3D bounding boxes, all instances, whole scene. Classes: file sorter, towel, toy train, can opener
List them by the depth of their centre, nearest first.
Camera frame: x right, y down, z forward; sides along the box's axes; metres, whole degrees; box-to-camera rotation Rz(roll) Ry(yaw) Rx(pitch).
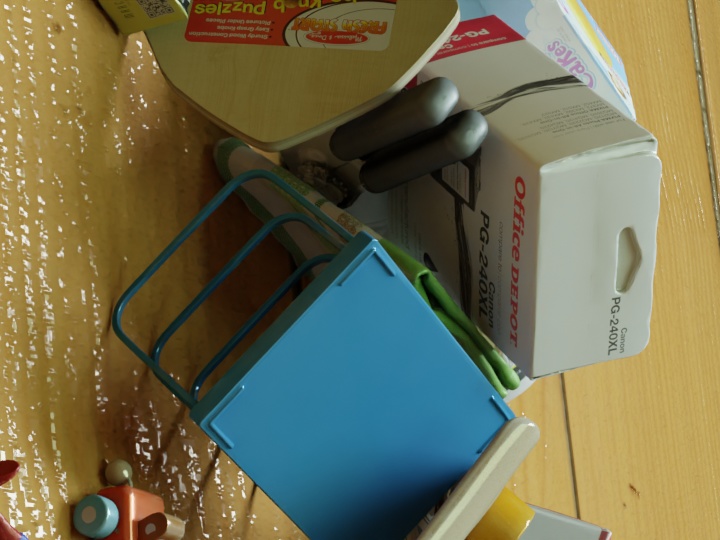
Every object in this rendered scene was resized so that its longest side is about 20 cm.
[{"bbox_3d":[-0.086,0.193,1.439,0.200,0.055,0.151,37,48,-56],"label":"toy train"},{"bbox_3d":[-0.031,0.058,1.495,0.139,0.123,0.200,-47,138,-7],"label":"file sorter"},{"bbox_3d":[0.013,-0.081,1.548,0.053,0.200,0.067,44,67,-14],"label":"can opener"},{"bbox_3d":[0.000,0.000,1.587,0.031,0.200,0.149,-49,137,-6],"label":"towel"}]

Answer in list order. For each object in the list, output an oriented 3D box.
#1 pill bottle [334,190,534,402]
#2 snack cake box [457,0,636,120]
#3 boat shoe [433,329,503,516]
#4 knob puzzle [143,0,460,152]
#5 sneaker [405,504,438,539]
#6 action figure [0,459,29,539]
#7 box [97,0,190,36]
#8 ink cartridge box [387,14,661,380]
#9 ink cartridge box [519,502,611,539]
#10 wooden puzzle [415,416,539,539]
[{"bbox_3d":[0.046,-0.008,1.751,0.201,0.114,0.115,63,28,-32],"label":"pill bottle"},{"bbox_3d":[0.101,-0.179,1.718,0.200,0.067,0.115,53,13,-20],"label":"snack cake box"},{"bbox_3d":[0.052,0.081,1.667,0.072,0.071,0.202,-171,-95,-83],"label":"boat shoe"},{"bbox_3d":[-0.037,-0.148,1.536,0.031,0.218,0.221,78,15,-55],"label":"knob puzzle"},{"bbox_3d":[0.034,0.138,1.714,0.201,0.072,0.072,59,32,-35],"label":"sneaker"},{"bbox_3d":[-0.149,0.190,1.314,0.066,0.051,0.201,-75,148,-51],"label":"action figure"},{"bbox_3d":[-0.124,-0.242,1.549,0.075,0.050,0.201,53,34,-43],"label":"box"},{"bbox_3d":[0.094,-0.047,1.566,0.200,0.083,0.146,-134,-142,-53],"label":"ink cartridge box"},{"bbox_3d":[0.103,0.262,1.679,0.200,0.083,0.145,85,24,-58],"label":"ink cartridge box"},{"bbox_3d":[0.037,0.192,1.515,0.185,0.046,0.200,-50,173,-25],"label":"wooden puzzle"}]
